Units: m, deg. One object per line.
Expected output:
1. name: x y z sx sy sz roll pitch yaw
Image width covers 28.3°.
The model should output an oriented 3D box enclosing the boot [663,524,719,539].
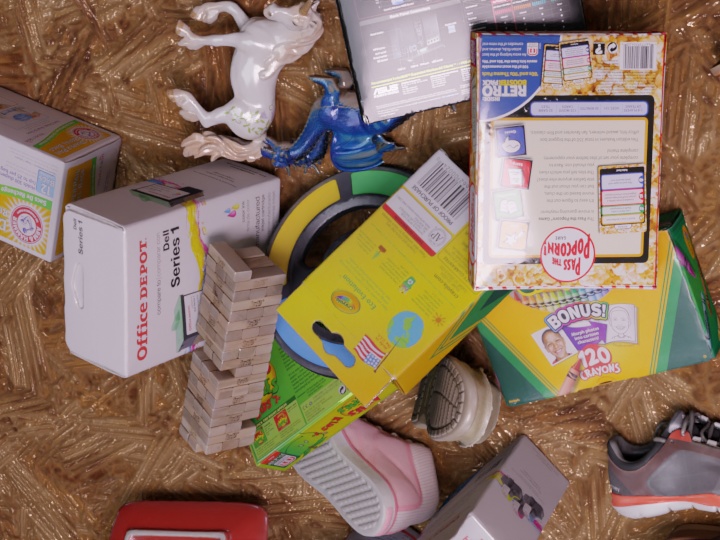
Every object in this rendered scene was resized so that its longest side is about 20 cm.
1. boot: 0.334 0.266 1.198 0.197 0.166 0.073 -8 106 28

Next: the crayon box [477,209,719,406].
1. crayon box: 0.201 0.035 1.239 0.198 0.058 0.120 -17 101 30

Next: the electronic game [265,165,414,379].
1. electronic game: 0.000 0.000 1.280 0.197 0.042 0.203 -9 66 20

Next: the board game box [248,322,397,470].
1. board game box: -0.030 0.091 1.335 0.199 0.047 0.102 -38 58 22

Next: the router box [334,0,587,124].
1. router box: 0.079 -0.217 1.159 0.197 0.062 0.152 -12 105 4

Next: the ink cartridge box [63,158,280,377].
1. ink cartridge box: -0.170 -0.006 1.314 0.083 0.199 0.147 20 117 36

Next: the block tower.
1. block tower: -0.117 0.073 1.295 0.054 0.057 0.202 41 130 43

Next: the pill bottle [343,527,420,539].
1. pill bottle: -0.006 0.331 1.367 0.107 0.200 0.110 9 112 22

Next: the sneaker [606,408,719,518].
1. sneaker: 0.299 0.160 1.232 0.198 0.077 0.083 -15 95 29

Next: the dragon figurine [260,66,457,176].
1. dragon figurine: 0.004 -0.125 1.274 0.197 0.059 0.101 8 112 24

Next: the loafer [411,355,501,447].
1. loafer: 0.093 0.118 1.268 0.067 0.200 0.077 13 88 -6

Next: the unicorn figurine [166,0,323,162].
1. unicorn figurine: -0.104 -0.190 1.303 0.135 0.074 0.202 15 129 10

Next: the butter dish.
1. butter dish: -0.166 0.356 1.497 0.197 0.148 0.202 -4 63 26

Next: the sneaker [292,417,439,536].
1. sneaker: 0.001 0.179 1.390 0.200 0.104 0.076 46 123 39

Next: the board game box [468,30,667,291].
1. board game box: 0.161 -0.087 1.129 0.149 0.046 0.203 0 101 -2

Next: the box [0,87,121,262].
1. box: -0.354 -0.106 1.429 0.198 0.101 0.114 22 117 17

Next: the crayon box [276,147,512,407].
1. crayon box: 0.041 0.011 1.213 0.200 0.051 0.127 -43 65 -4

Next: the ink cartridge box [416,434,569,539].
1. ink cartridge box: 0.102 0.243 1.282 0.068 0.200 0.115 46 122 2

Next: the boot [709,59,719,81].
1. boot: 0.379 -0.126 1.087 0.198 0.074 0.156 -14 106 32
